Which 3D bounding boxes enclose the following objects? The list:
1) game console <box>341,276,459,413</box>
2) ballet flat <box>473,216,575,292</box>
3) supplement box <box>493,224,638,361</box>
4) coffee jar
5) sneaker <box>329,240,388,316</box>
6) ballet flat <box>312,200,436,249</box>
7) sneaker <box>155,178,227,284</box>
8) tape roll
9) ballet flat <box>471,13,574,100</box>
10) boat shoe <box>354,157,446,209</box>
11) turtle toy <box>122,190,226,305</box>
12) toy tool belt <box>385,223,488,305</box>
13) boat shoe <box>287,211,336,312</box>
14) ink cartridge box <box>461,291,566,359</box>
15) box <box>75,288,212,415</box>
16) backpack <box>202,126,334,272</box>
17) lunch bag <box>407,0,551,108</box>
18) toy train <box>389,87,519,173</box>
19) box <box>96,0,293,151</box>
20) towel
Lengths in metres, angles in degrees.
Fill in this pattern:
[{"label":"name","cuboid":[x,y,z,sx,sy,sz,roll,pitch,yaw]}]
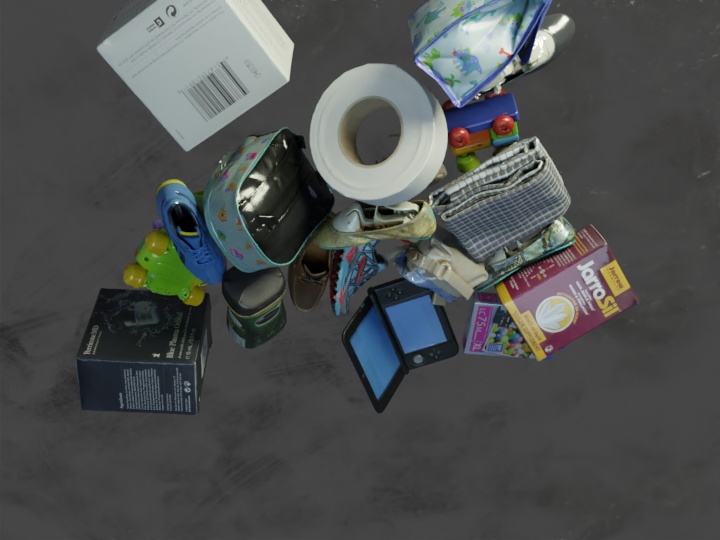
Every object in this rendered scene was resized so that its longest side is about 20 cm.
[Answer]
[{"label":"game console","cuboid":[0.076,0.129,1.674,0.169,0.119,0.201,-17,124,11]},{"label":"ballet flat","cuboid":[0.267,-0.036,1.606,0.199,0.075,0.074,-30,121,16]},{"label":"supplement box","cuboid":[0.346,0.039,1.600,0.199,0.103,0.132,-32,108,9]},{"label":"coffee jar","cuboid":[-0.176,0.051,1.573,0.104,0.086,0.201,-34,163,-18]},{"label":"sneaker","cuboid":[0.000,0.000,1.606,0.094,0.080,0.202,7,125,-9]},{"label":"ballet flat","cuboid":[0.018,-0.078,1.462,0.197,0.071,0.071,-4,126,12]},{"label":"sneaker","cuboid":[-0.258,-0.043,1.453,0.065,0.079,0.202,-24,128,-4]},{"label":"tape roll","cuboid":[0.027,-0.201,1.402,0.200,0.071,0.206,-1,86,23]},{"label":"ballet flat","cuboid":[0.230,-0.311,1.401,0.198,0.073,0.073,-26,122,15]},{"label":"boat shoe","cuboid":[0.057,-0.146,1.495,0.199,0.074,0.074,-26,84,47]},{"label":"turtle toy","cuboid":[-0.297,-0.040,1.554,0.145,0.102,0.201,21,121,-33]},{"label":"toy tool belt","cuboid":[0.108,-0.010,1.569,0.199,0.126,0.123,28,120,-35]},{"label":"boat shoe","cuboid":[-0.084,-0.006,1.605,0.071,0.068,0.202,10,124,-9]},{"label":"ink cartridge box","cuboid":[0.291,0.102,1.710,0.197,0.042,0.121,3,125,-6]},{"label":"box","cuboid":[-0.365,0.136,1.617,0.197,0.198,0.119,2,125,-3]},{"label":"backpack","cuboid":[-0.155,-0.099,1.459,0.152,0.201,0.177,-10,128,31]},{"label":"lunch bag","cuboid":[0.173,-0.351,1.311,0.127,0.171,0.200,39,114,-25]},{"label":"toy train","cuboid":[0.153,-0.199,1.478,0.197,0.085,0.116,-14,138,9]},{"label":"box","cuboid":[-0.229,-0.319,1.345,0.198,0.131,0.200,-30,120,18]},{"label":"towel","cuboid":[0.223,-0.107,1.490,0.198,0.086,0.165,-28,153,16]}]
